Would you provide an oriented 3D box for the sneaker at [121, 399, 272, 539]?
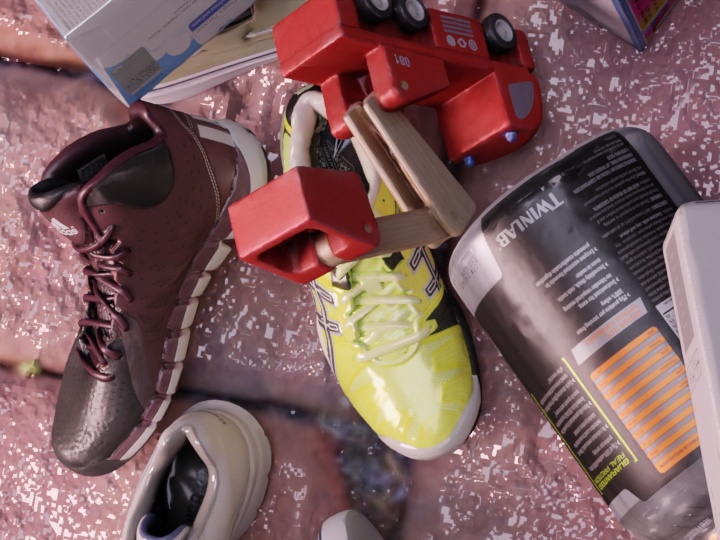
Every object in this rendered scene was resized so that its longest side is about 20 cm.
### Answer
[{"bbox_3d":[-0.100,0.162,1.039,0.074,0.087,0.200,6,86,14],"label":"sneaker"}]

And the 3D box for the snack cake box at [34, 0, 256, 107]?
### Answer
[{"bbox_3d":[-0.135,-0.190,1.062,0.115,0.067,0.200,-40,52,1],"label":"snack cake box"}]

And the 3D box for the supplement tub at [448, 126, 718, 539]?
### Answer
[{"bbox_3d":[0.142,0.043,0.972,0.123,0.123,0.200,-36,76,8],"label":"supplement tub"}]

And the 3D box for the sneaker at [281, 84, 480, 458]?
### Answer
[{"bbox_3d":[0.000,0.000,1.031,0.075,0.076,0.200,-24,77,10],"label":"sneaker"}]

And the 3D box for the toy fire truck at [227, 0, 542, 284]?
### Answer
[{"bbox_3d":[0.018,-0.062,0.977,0.049,0.200,0.141,-29,65,39],"label":"toy fire truck"}]

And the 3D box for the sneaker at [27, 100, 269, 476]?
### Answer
[{"bbox_3d":[-0.135,0.002,1.043,0.076,0.115,0.200,26,92,42],"label":"sneaker"}]

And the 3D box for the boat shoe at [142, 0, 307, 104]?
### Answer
[{"bbox_3d":[-0.047,-0.144,1.077,0.200,0.062,0.072,-27,77,10],"label":"boat shoe"}]

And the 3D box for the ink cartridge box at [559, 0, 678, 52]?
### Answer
[{"bbox_3d":[0.157,-0.218,0.994,0.076,0.136,0.200,34,93,14],"label":"ink cartridge box"}]

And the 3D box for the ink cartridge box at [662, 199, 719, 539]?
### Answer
[{"bbox_3d":[0.233,0.061,0.875,0.176,0.045,0.200,-5,66,-4],"label":"ink cartridge box"}]

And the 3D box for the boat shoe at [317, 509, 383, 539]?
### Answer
[{"bbox_3d":[-0.009,0.224,1.016,0.091,0.071,0.200,-22,74,18],"label":"boat shoe"}]
